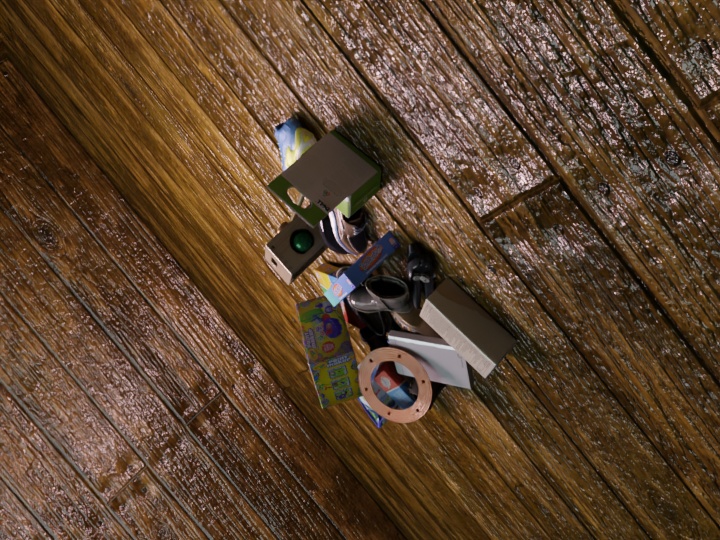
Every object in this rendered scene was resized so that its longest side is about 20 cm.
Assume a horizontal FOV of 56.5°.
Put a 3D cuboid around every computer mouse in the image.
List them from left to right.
[{"bbox_3d":[-0.082,-0.113,1.610,0.202,0.052,0.140,56,-166,-34],"label":"computer mouse"}]

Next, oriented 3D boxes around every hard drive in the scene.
[{"bbox_3d":[0.168,0.212,1.595,0.195,0.027,0.134,7,131,29],"label":"hard drive"}]

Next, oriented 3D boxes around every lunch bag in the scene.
[{"bbox_3d":[0.077,0.336,1.932,0.126,0.169,0.203,28,150,46],"label":"lunch bag"}]

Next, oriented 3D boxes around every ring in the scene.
[{"bbox_3d":[0.085,0.278,1.636,0.195,0.019,0.206,10,113,23],"label":"ring"}]

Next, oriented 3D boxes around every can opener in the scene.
[{"bbox_3d":[0.139,0.025,1.487,0.061,0.080,0.202,-2,142,11],"label":"can opener"}]

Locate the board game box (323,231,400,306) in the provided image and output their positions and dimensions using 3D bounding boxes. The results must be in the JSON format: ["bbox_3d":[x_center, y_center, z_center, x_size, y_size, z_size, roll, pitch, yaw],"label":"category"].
[{"bbox_3d":[0.000,0.000,1.566,0.045,0.152,0.200,46,157,1],"label":"board game box"}]

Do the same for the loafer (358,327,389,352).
[{"bbox_3d":[0.033,0.169,1.845,0.064,0.070,0.200,64,176,-20],"label":"loafer"}]

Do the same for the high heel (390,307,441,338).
[{"bbox_3d":[0.158,0.174,1.643,0.197,0.071,0.145,22,140,33],"label":"high heel"}]

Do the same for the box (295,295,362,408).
[{"bbox_3d":[-0.080,0.207,1.737,0.196,0.119,0.203,78,175,-47],"label":"box"}]

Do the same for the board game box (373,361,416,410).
[{"bbox_3d":[0.116,0.282,1.762,0.153,0.040,0.200,46,-158,-6],"label":"board game box"}]

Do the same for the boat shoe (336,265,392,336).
[{"bbox_3d":[0.009,0.078,1.682,0.202,0.071,0.065,55,-167,-8],"label":"boat shoe"}]

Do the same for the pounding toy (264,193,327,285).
[{"bbox_3d":[-0.160,-0.092,1.714,0.142,0.184,0.200,46,166,2],"label":"pounding toy"}]

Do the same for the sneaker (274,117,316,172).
[{"bbox_3d":[-0.154,-0.279,1.536,0.107,0.075,0.200,57,152,10],"label":"sneaker"}]

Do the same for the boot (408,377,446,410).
[{"bbox_3d":[0.135,0.253,1.701,0.197,0.139,0.078,20,149,37],"label":"boot"}]

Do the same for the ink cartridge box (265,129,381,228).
[{"bbox_3d":[-0.074,-0.170,1.368,0.147,0.200,0.076,39,157,20],"label":"ink cartridge box"}]

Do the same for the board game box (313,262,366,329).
[{"bbox_3d":[-0.050,0.066,1.827,0.156,0.040,0.199,66,163,-15],"label":"board game box"}]

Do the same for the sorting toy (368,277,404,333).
[{"bbox_3d":[0.056,0.103,1.777,0.199,0.036,0.187,40,156,22],"label":"sorting toy"}]

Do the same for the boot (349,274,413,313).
[{"bbox_3d":[0.038,0.056,1.544,0.176,0.075,0.200,-1,174,14],"label":"boot"}]

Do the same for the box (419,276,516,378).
[{"bbox_3d":[0.227,0.123,1.429,0.200,0.077,0.096,44,158,13],"label":"box"}]

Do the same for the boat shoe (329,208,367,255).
[{"bbox_3d":[-0.026,-0.114,1.539,0.071,0.073,0.202,12,142,44],"label":"boat shoe"}]
